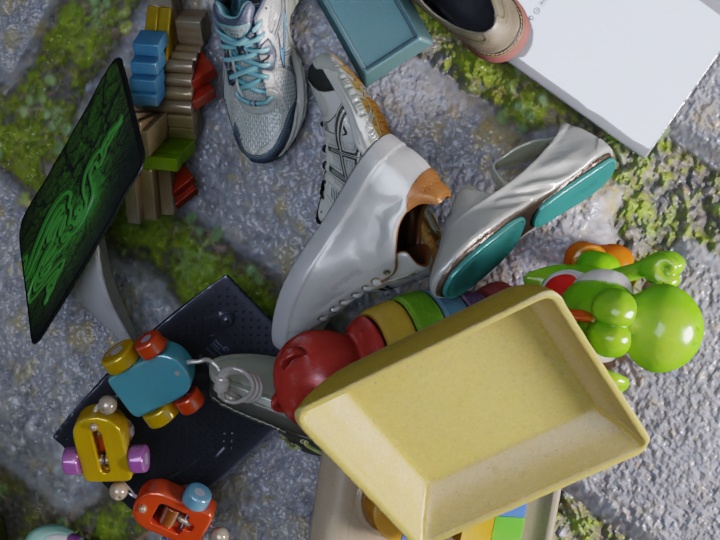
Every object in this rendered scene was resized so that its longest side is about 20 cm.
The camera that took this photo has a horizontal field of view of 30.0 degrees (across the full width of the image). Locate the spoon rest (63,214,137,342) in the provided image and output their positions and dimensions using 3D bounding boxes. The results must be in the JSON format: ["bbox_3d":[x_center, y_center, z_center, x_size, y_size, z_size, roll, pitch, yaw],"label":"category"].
[{"bbox_3d":[-0.219,0.036,1.145,0.060,0.099,0.203,-2,107,-9],"label":"spoon rest"}]

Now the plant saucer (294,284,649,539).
[{"bbox_3d":[0.080,0.096,0.951,0.198,0.200,0.049,-26,43,14],"label":"plant saucer"}]

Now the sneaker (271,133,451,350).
[{"bbox_3d":[0.000,0.000,1.038,0.084,0.073,0.201,37,117,12],"label":"sneaker"}]

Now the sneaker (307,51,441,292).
[{"bbox_3d":[-0.009,-0.077,1.094,0.087,0.076,0.202,-27,85,16],"label":"sneaker"}]

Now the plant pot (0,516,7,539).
[{"bbox_3d":[-0.393,0.250,1.133,0.197,0.190,0.203,1,94,12],"label":"plant pot"}]

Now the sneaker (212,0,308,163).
[{"bbox_3d":[-0.093,-0.188,1.094,0.077,0.086,0.203,2,98,20],"label":"sneaker"}]

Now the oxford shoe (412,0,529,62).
[{"bbox_3d":[0.050,-0.245,1.052,0.200,0.075,0.071,41,100,17],"label":"oxford shoe"}]

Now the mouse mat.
[{"bbox_3d":[-0.232,-0.059,1.099,0.007,0.162,0.201,18,121,-31],"label":"mouse mat"}]

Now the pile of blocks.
[{"bbox_3d":[-0.155,-0.139,1.118,0.061,0.082,0.203,5,93,12],"label":"pile of blocks"}]

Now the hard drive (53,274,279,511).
[{"bbox_3d":[-0.143,0.107,1.124,0.200,0.042,0.135,-42,107,6],"label":"hard drive"}]

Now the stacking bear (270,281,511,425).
[{"bbox_3d":[0.029,0.075,1.031,0.197,0.122,0.115,-8,58,-21],"label":"stacking bear"}]

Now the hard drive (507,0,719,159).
[{"bbox_3d":[0.184,-0.201,1.072,0.199,0.027,0.133,37,99,9],"label":"hard drive"}]

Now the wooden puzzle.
[{"bbox_3d":[0.058,0.227,1.068,0.197,0.046,0.188,7,100,-13],"label":"wooden puzzle"}]

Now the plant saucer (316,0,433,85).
[{"bbox_3d":[-0.017,-0.258,1.117,0.069,0.019,0.202,-30,87,12],"label":"plant saucer"}]

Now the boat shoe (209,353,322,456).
[{"bbox_3d":[-0.032,0.121,1.087,0.199,0.072,0.061,16,117,-11],"label":"boat shoe"}]

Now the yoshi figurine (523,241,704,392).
[{"bbox_3d":[0.195,0.035,0.993,0.111,0.200,0.113,-25,96,4],"label":"yoshi figurine"}]

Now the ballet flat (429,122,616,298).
[{"bbox_3d":[0.113,-0.051,1.046,0.199,0.069,0.070,-36,85,-23],"label":"ballet flat"}]

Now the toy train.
[{"bbox_3d":[-0.152,0.130,1.070,0.149,0.056,0.202,20,119,-6],"label":"toy train"}]

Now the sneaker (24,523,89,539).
[{"bbox_3d":[-0.246,0.334,1.162,0.138,0.078,0.203,16,96,12],"label":"sneaker"}]
